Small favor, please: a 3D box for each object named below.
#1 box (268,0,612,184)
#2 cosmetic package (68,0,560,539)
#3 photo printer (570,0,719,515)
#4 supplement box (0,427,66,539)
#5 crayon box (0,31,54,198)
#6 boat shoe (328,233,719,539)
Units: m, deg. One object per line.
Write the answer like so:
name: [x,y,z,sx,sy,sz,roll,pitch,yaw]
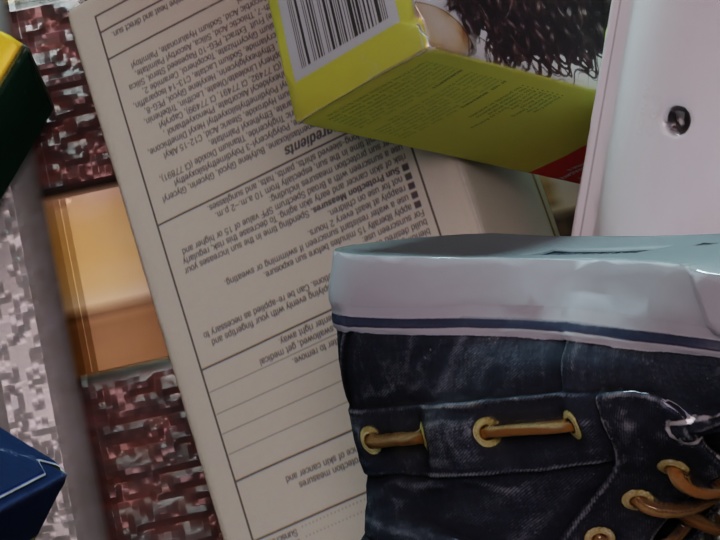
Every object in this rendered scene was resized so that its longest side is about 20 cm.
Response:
box: [0.059,-0.065,0.806,0.050,0.200,0.075,-28,67,35]
cosmetic package: [0.000,0.000,0.829,0.103,0.073,0.200,-24,72,21]
photo printer: [0.130,-0.030,0.781,0.069,0.166,0.200,22,110,41]
supplement box: [-0.221,0.096,0.749,0.200,0.134,0.200,31,104,11]
crayon box: [-0.222,-0.028,0.870,0.200,0.058,0.173,26,76,11]
boat shoe: [0.074,0.038,0.687,0.071,0.200,0.091,-10,98,-42]
